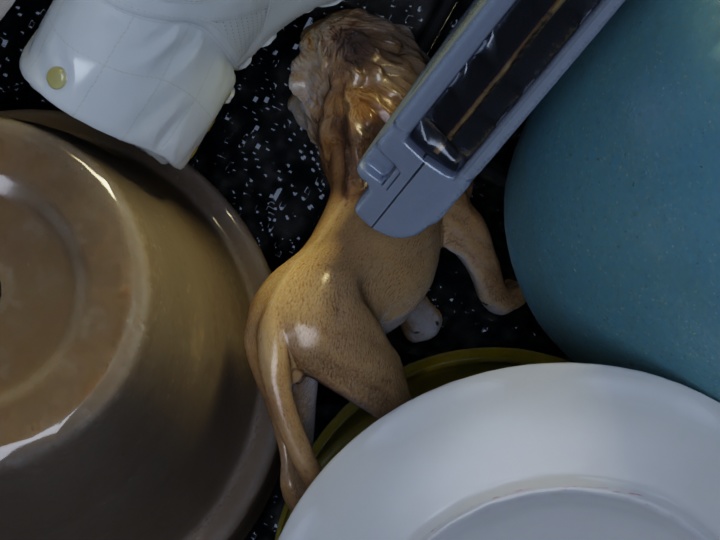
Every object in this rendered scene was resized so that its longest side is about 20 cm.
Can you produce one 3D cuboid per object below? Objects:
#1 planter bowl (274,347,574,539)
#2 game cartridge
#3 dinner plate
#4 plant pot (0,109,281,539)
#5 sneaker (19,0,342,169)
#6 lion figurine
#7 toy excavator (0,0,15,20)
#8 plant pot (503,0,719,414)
[{"bbox_3d":[0.035,0.131,0.792,0.200,0.083,0.201,1,92,27],"label":"planter bowl"},{"bbox_3d":[0.074,-0.108,0.706,0.041,0.133,0.200,39,132,0],"label":"game cartridge"},{"bbox_3d":[0.065,0.127,0.718,0.199,0.024,0.201,-1,110,-1],"label":"dinner plate"},{"bbox_3d":[-0.120,0.024,0.743,0.199,0.175,0.201,0,76,-2],"label":"plant pot"},{"bbox_3d":[-0.048,-0.096,0.749,0.074,0.200,0.116,38,109,15],"label":"sneaker"},{"bbox_3d":[0.000,0.000,0.770,0.072,0.200,0.123,-15,123,24],"label":"lion figurine"},{"bbox_3d":[-0.115,-0.152,0.657,0.194,0.100,0.201,-24,74,7],"label":"toy excavator"},{"bbox_3d":[0.130,-0.024,0.764,0.134,0.200,0.201,-19,101,39],"label":"plant pot"}]
